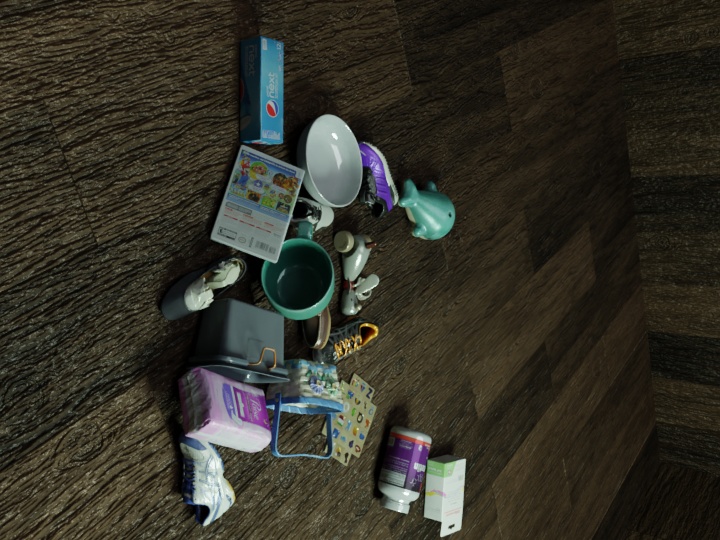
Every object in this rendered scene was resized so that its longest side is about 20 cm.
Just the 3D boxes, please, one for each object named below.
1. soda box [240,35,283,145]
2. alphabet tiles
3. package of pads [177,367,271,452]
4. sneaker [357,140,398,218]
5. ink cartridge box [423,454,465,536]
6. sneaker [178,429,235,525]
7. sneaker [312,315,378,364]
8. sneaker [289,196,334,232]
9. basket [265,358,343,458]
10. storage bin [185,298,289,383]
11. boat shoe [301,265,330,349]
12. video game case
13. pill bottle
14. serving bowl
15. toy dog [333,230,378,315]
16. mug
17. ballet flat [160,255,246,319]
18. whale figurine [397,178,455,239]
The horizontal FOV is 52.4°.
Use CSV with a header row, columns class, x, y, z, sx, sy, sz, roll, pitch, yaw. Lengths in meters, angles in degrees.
class,x,y,z,sx,sy,sz,roll,pitch,yaw
soda box,-0.200,-0.360,1.477,0.064,0.067,0.205,-2,94,-49
alphabet tiles,-0.026,0.364,1.790,0.166,0.006,0.203,44,60,-43
package of pads,-0.258,0.271,1.403,0.199,0.075,0.122,35,33,-52
sneaker,0.024,-0.210,1.760,0.100,0.069,0.202,-52,129,-31
ink cartridge box,0.239,0.638,2.083,0.116,0.066,0.205,7,86,-51
sneaker,-0.307,0.400,1.398,0.088,0.074,0.203,-41,122,-40
sneaker,-0.036,0.165,1.708,0.199,0.076,0.080,-37,121,-41
sneaker,-0.117,-0.120,1.588,0.198,0.079,0.075,0,91,-52
basket,-0.122,0.296,1.564,0.175,0.137,0.205,17,71,-49
storage bin,-0.227,0.138,1.438,0.199,0.144,0.137,22,66,-49
boat shoe,-0.109,0.072,1.620,0.070,0.069,0.205,10,77,-57
video game case,-0.205,-0.134,1.470,0.141,0.018,0.204,20,75,-15
pill bottle,0.110,0.511,1.883,0.112,0.111,0.204,29,71,-47
serving bowl,-0.078,-0.238,1.627,0.198,0.065,0.205,12,75,-52
toy dog,0.000,0.000,1.724,0.131,0.095,0.204,-30,115,-45
mug,-0.119,0.012,1.531,0.186,0.151,0.115,-49,169,-14
ballet flat,-0.291,0.029,1.395,0.199,0.072,0.074,-39,121,-42
whale figurine,0.177,-0.163,1.922,0.199,0.102,0.162,37,65,-45
